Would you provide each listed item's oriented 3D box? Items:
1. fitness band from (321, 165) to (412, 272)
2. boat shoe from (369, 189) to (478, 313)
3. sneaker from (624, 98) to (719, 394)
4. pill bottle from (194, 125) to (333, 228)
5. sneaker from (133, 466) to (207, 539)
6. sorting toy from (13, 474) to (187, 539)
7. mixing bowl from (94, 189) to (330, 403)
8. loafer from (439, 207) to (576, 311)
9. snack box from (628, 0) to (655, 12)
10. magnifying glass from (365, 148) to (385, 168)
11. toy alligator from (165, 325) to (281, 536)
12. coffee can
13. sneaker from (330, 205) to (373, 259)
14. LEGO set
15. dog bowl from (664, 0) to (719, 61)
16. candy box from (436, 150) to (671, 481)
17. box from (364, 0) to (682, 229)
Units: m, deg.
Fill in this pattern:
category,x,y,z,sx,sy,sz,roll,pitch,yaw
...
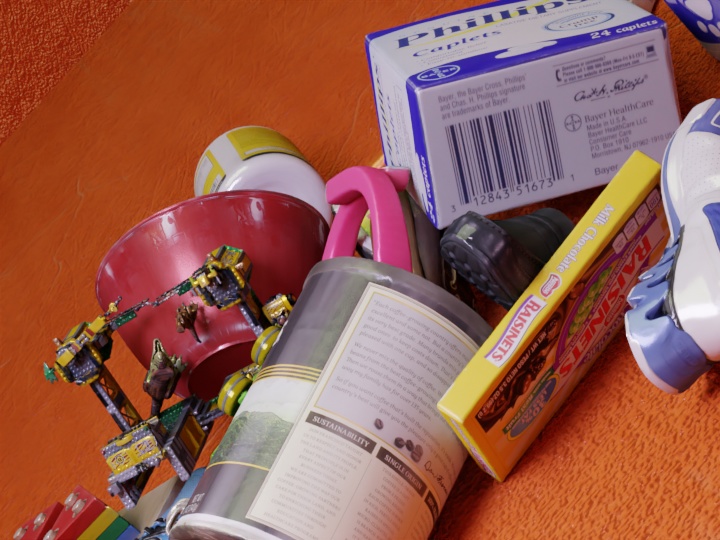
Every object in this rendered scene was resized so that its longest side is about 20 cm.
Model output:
category,x,y,z,sx,sy,sz,roll,pitch,yaw
fitness band,0.000,0.000,1.436,0.200,0.037,0.145,161,113,-75
boat shoe,0.052,0.017,1.441,0.071,0.070,0.201,123,152,-46
sneaker,0.230,-0.021,1.153,0.115,0.081,0.200,-22,34,38
pill bottle,-0.096,-0.072,1.876,0.112,0.112,0.200,-46,19,3
sneaker,-0.156,0.217,1.472,0.078,0.090,0.201,-22,29,50
sorting toy,-0.242,0.255,1.585,0.199,0.069,0.201,-34,22,48
mixing bowl,-0.105,0.038,1.613,0.200,0.200,0.109,-38,53,25
loafer,0.103,-0.010,1.264,0.071,0.068,0.200,-54,-22,2
snack box,0.160,-0.175,1.664,0.200,0.024,0.072,-28,27,44
magnifying glass,0.061,-0.137,1.814,0.200,0.022,0.080,-45,19,2
toy alligator,-0.070,0.109,1.422,0.201,0.059,0.054,-56,-22,-8
coffee can,-0.011,0.114,1.258,0.146,0.146,0.201,-16,40,56
sneaker,0.035,-0.040,1.595,0.090,0.078,0.200,-37,23,3
LEGO set,-0.138,0.083,1.491,0.199,0.155,0.116,-20,17,14
dog bowl,0.300,-0.246,1.422,0.200,0.079,0.200,-40,21,19
candy box,0.128,0.030,1.235,0.026,0.102,0.200,34,79,28
box,0.112,-0.124,1.432,0.183,0.106,0.200,-15,18,-7
